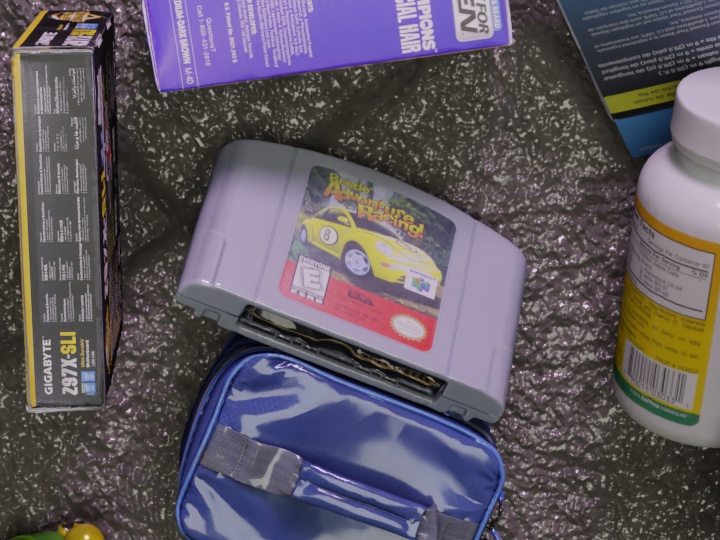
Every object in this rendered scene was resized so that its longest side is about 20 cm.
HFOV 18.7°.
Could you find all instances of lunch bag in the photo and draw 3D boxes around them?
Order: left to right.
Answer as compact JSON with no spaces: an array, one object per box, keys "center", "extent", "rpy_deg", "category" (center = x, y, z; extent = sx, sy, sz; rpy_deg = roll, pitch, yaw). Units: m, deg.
[{"center":[-0.008,0.123,1.295],"extent":[0.199,0.132,0.136],"rpy_deg":[21,102,-6],"category":"lunch bag"}]

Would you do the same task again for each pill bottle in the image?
[{"center":[0.210,-0.009,1.257],"extent":[0.112,0.113,0.201],"rpy_deg":[2,120,-2],"category":"pill bottle"}]

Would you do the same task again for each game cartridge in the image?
[{"center":[0.000,0.000,1.270],"extent":[0.199,0.133,0.041],"rpy_deg":[21,134,-10],"category":"game cartridge"}]

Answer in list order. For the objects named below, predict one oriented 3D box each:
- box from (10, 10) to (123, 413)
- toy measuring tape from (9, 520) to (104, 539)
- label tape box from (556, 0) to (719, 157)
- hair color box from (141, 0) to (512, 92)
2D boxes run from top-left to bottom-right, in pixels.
[{"center":[-0.163,-0.039,1.237],"extent":[0.049,0.160,0.201],"rpy_deg":[0,104,-1],"category":"box"},{"center":[-0.214,0.222,1.356],"extent":[0.073,0.074,0.200],"rpy_deg":[30,118,-8],"category":"toy measuring tape"},{"center":[0.191,-0.161,1.239],"extent":[0.143,0.066,0.200],"rpy_deg":[-13,141,18],"category":"label tape box"},{"center":[-0.019,-0.150,1.241],"extent":[0.199,0.109,0.065],"rpy_deg":[-9,104,1],"category":"hair color box"}]
